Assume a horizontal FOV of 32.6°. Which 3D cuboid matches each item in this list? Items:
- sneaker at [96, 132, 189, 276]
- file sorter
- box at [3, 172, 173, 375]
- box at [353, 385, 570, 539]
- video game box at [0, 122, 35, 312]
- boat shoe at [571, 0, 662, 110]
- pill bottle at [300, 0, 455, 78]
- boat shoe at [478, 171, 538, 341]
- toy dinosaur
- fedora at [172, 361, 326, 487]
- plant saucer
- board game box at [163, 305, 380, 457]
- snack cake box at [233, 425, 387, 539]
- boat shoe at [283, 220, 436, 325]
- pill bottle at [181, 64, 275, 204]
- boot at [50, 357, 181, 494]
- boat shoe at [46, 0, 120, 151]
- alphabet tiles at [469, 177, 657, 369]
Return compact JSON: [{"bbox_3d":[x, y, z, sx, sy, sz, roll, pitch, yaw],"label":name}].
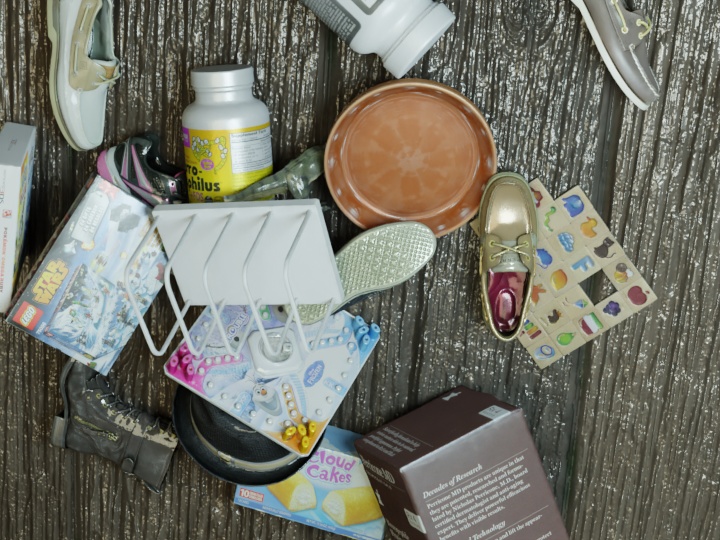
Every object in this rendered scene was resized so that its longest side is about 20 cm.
[{"bbox_3d":[-0.239,-0.081,1.516,0.086,0.080,0.200,-33,98,18],"label":"sneaker"},{"bbox_3d":[-0.140,0.015,1.375,0.200,0.125,0.139,-1,128,17],"label":"file sorter"},{"bbox_3d":[-0.307,0.004,1.451,0.137,0.040,0.200,33,88,-23],"label":"box"},{"bbox_3d":[0.121,0.270,1.459,0.164,0.166,0.200,-25,101,-16],"label":"box"},{"bbox_3d":[-0.431,-0.069,1.502,0.047,0.200,0.183,4,110,-11],"label":"video game box"},{"bbox_3d":[0.279,-0.272,1.341,0.059,0.072,0.200,-29,92,23],"label":"boat shoe"},{"bbox_3d":[0.001,-0.315,1.369,0.200,0.116,0.116,44,111,-2],"label":"pill bottle"},{"bbox_3d":[0.174,-0.012,1.432,0.074,0.066,0.200,-4,109,2],"label":"boat shoe"},{"bbox_3d":[-0.073,-0.095,1.454,0.047,0.200,0.088,27,139,47],"label":"toy dinosaur"},{"bbox_3d":[-0.139,0.163,1.510,0.200,0.092,0.201,-1,65,1],"label":"fedora"},{"bbox_3d":[0.058,-0.128,1.434,0.200,0.032,0.201,1,119,2],"label":"plant saucer"},{"bbox_3d":[-0.101,0.094,1.482,0.200,0.200,0.026,31,147,3],"label":"board game box"},{"bbox_3d":[-0.052,0.262,1.580,0.200,0.067,0.115,14,110,9],"label":"snack cake box"},{"bbox_3d":[0.000,0.000,1.459,0.200,0.062,0.075,-31,90,15],"label":"boat shoe"},{"bbox_3d":[-0.157,-0.140,1.464,0.104,0.104,0.200,1,106,13],"label":"pill bottle"},{"bbox_3d":[-0.309,0.187,1.625,0.174,0.069,0.200,19,117,4],"label":"boot"},{"bbox_3d":[-0.330,-0.244,1.490,0.068,0.075,0.200,1,106,19],"label":"boat shoe"},{"bbox_3d":[0.227,-0.003,1.467,0.167,0.008,0.200,-34,96,20],"label":"alphabet tiles"}]
